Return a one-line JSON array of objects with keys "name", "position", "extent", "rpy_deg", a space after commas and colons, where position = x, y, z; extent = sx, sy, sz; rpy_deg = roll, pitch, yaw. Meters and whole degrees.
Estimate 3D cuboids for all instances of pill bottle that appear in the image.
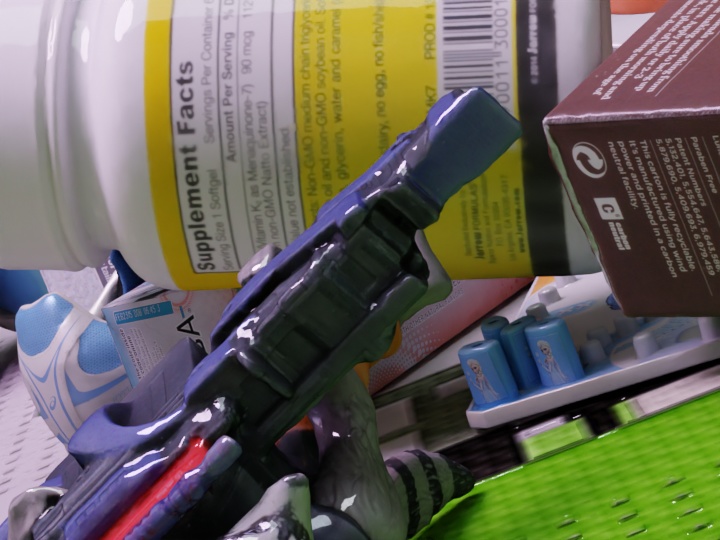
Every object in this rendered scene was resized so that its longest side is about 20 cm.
[{"name": "pill bottle", "position": [-0.020, -0.052, 0.885], "extent": [0.199, 0.115, 0.114], "rpy_deg": [-2, 13, 8]}]

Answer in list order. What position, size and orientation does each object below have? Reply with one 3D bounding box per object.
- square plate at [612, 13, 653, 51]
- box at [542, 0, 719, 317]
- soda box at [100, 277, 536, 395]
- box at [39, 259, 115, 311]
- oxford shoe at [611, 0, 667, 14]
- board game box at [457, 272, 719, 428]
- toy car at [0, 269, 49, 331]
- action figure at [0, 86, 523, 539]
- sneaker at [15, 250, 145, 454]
[{"name": "square plate", "position": [0.130, -0.110, 1.193], "extent": [0.197, 0.029, 0.200], "rpy_deg": [6, 21, 38]}, {"name": "box", "position": [0.162, -0.042, 0.770], "extent": [0.199, 0.075, 0.100], "rpy_deg": [-2, 31, 46]}, {"name": "soda box", "position": [0.000, 0.000, 1.007], "extent": [0.068, 0.064, 0.200], "rpy_deg": [-12, 13, 40]}, {"name": "box", "position": [-0.086, -0.078, 1.196], "extent": [0.132, 0.201, 0.115], "rpy_deg": [-16, 11, 26]}, {"name": "oxford shoe", "position": [0.174, -0.161, 1.163], "extent": [0.199, 0.073, 0.071], "rpy_deg": [-19, 19, -33]}, {"name": "board game box", "position": [0.139, -0.017, 0.917], "extent": [0.199, 0.026, 0.200], "rpy_deg": [-19, 10, 16]}, {"name": "toy car", "position": [-0.208, -0.005, 1.272], "extent": [0.199, 0.175, 0.150], "rpy_deg": [-19, 45, 10]}, {"name": "action figure", "position": [-0.006, 0.045, 0.693], "extent": [0.200, 0.105, 0.194], "rpy_deg": [-44, 8, 19]}, {"name": "sneaker", "position": [-0.051, 0.006, 1.057], "extent": [0.072, 0.073, 0.200], "rpy_deg": [-13, 12, 41]}]
